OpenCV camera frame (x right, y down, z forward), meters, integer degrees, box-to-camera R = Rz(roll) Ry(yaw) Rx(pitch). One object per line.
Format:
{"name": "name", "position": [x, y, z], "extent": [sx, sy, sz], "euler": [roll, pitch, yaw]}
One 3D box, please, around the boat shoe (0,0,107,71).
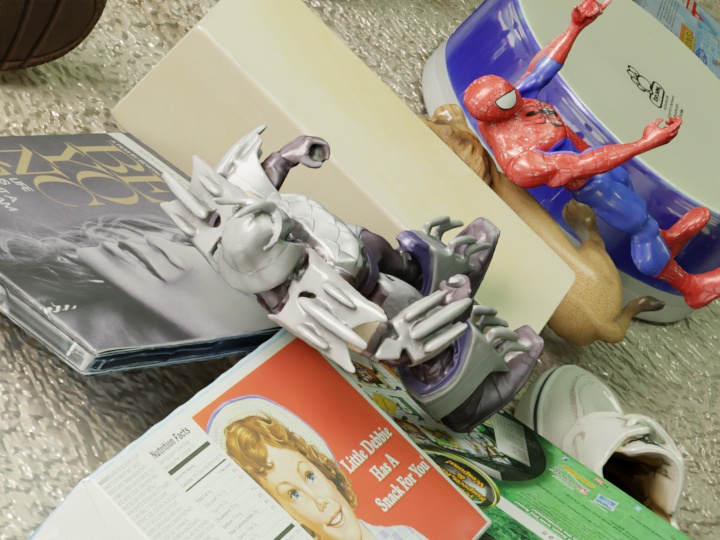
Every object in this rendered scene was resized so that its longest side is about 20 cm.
{"name": "boat shoe", "position": [-0.192, -0.137, 1.234], "extent": [0.202, 0.075, 0.075], "euler": [8, 36, -51]}

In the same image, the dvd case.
{"name": "dvd case", "position": [-0.100, -0.011, 1.193], "extent": [0.149, 0.016, 0.200], "euler": [36, 20, 24]}

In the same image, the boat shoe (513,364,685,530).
{"name": "boat shoe", "position": [0.116, 0.099, 1.327], "extent": [0.071, 0.070, 0.200], "euler": [34, 27, -20]}

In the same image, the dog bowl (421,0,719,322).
{"name": "dog bowl", "position": [0.133, -0.072, 1.610], "extent": [0.200, 0.079, 0.200], "euler": [35, 26, -20]}

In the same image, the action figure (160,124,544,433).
{"name": "action figure", "position": [0.000, 0.000, 1.161], "extent": [0.130, 0.069, 0.200], "euler": [53, 14, 28]}

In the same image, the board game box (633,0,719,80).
{"name": "board game box", "position": [0.230, -0.079, 1.812], "extent": [0.199, 0.041, 0.200], "euler": [41, 25, -6]}

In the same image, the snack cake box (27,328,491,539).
{"name": "snack cake box", "position": [-0.039, 0.104, 1.091], "extent": [0.115, 0.067, 0.200], "euler": [44, 24, 5]}

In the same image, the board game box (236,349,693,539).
{"name": "board game box", "position": [0.050, 0.088, 1.226], "extent": [0.200, 0.023, 0.105], "euler": [34, 23, 23]}

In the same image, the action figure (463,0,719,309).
{"name": "action figure", "position": [0.130, -0.062, 1.427], "extent": [0.200, 0.099, 0.065], "euler": [28, 25, -43]}

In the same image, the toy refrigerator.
{"name": "toy refrigerator", "position": [-0.006, -0.035, 1.317], "extent": [0.200, 0.076, 0.070], "euler": [44, 42, -5]}

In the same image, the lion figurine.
{"name": "lion figurine", "position": [0.074, -0.014, 1.431], "extent": [0.200, 0.072, 0.122], "euler": [29, 14, -13]}
